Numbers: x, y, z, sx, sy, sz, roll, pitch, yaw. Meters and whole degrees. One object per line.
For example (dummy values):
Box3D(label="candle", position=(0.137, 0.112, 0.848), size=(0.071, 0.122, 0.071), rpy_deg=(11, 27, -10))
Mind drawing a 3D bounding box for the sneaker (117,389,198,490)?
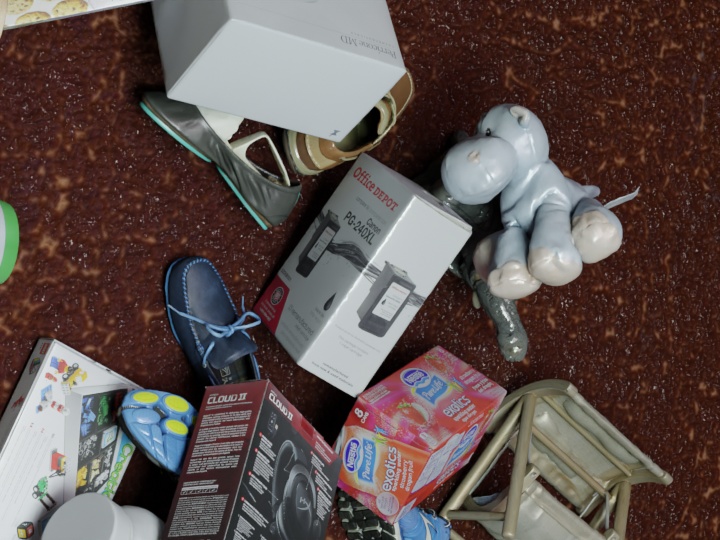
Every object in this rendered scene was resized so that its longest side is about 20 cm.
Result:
Box3D(label="sneaker", position=(-0.168, 0.180, 1.560), size=(0.200, 0.082, 0.071), rpy_deg=(45, 43, -45))

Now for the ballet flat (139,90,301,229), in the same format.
Box3D(label="ballet flat", position=(-0.130, -0.124, 1.610), size=(0.068, 0.068, 0.200), rpy_deg=(-43, 125, 4))

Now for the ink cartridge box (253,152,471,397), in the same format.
Box3D(label="ink cartridge box", position=(0.000, 0.000, 1.617), size=(0.083, 0.145, 0.200), rpy_deg=(31, 96, -30))

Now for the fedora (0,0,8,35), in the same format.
Box3D(label="fedora", position=(-0.374, -0.224, 1.400), size=(0.082, 0.200, 0.202), rpy_deg=(-14, 101, -75))

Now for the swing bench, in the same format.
Box3D(label="swing bench", position=(0.215, 0.256, 1.832), size=(0.199, 0.129, 0.201), rpy_deg=(42, 61, -28))

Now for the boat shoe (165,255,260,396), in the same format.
Box3D(label="boat shoe", position=(-0.126, 0.077, 1.612), size=(0.084, 0.069, 0.201), rpy_deg=(-32, 108, -32))

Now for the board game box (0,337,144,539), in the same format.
Box3D(label="board game box", position=(-0.281, 0.179, 1.518), size=(0.126, 0.035, 0.201), rpy_deg=(34, 70, -33))

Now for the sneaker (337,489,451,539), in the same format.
Box3D(label="sneaker", position=(0.043, 0.273, 1.744), size=(0.089, 0.078, 0.201), rpy_deg=(-42, 120, -40))

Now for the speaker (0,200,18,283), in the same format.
Box3D(label="speaker", position=(-0.397, -0.032, 1.403), size=(0.199, 0.088, 0.089), rpy_deg=(6, 86, -36))

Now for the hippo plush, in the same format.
Box3D(label="hippo plush", position=(0.172, -0.085, 1.621), size=(0.200, 0.159, 0.161), rpy_deg=(-38, 109, -18))

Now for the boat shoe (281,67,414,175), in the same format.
Box3D(label="boat shoe", position=(0.003, -0.155, 1.689), size=(0.200, 0.074, 0.076), rpy_deg=(-43, 117, -44))

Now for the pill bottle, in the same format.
Box3D(label="pill bottle", position=(-0.201, 0.283, 1.500), size=(0.200, 0.111, 0.112), rpy_deg=(49, 62, -45))

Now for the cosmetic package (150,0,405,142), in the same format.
Box3D(label="cosmetic package", position=(-0.086, -0.251, 1.558), size=(0.199, 0.123, 0.201), rpy_deg=(11, 52, -36))

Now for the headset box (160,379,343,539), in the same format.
Box3D(label="headset box", position=(-0.096, 0.208, 1.517), size=(0.149, 0.077, 0.201), rpy_deg=(51, 40, -43))

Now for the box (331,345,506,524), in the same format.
Box3D(label="box", position=(0.056, 0.162, 1.664), size=(0.200, 0.095, 0.100), rpy_deg=(-26, 147, -60))

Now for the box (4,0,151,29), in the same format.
Box3D(label="box", position=(-0.272, -0.245, 1.476), size=(0.199, 0.039, 0.042), rpy_deg=(-12, 99, -11))

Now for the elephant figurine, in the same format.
Box3D(label="elephant figurine", position=(0.137, -0.028, 1.772), size=(0.155, 0.141, 0.200), rpy_deg=(-42, 108, -13))
